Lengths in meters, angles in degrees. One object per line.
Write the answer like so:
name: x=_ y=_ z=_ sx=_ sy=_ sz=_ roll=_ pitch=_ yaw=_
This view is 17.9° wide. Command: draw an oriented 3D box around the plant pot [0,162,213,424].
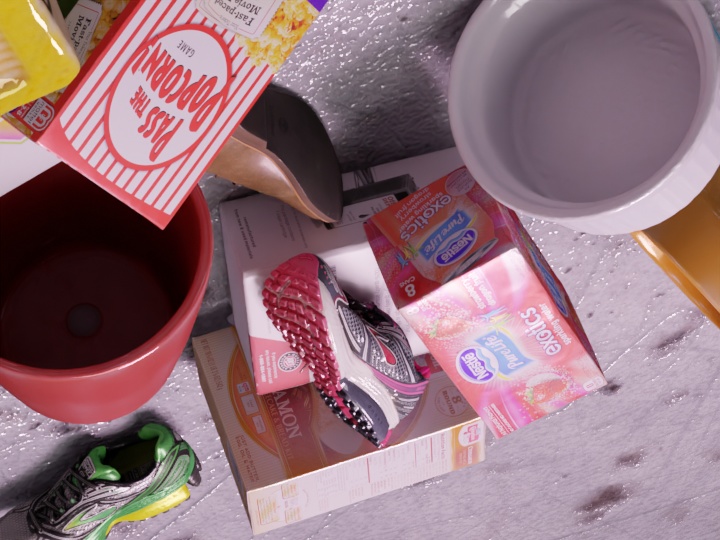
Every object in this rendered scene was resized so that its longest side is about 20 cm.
plant pot: x=-0.199 y=0.013 z=1.607 sx=0.199 sy=0.202 sz=0.178 roll=-19 pitch=160 yaw=-8

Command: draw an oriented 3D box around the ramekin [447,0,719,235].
ramekin: x=0.170 y=-0.122 z=1.633 sx=0.200 sy=0.201 sz=0.098 roll=-32 pitch=156 yaw=14

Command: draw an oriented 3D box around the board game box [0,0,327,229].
board game box: x=-0.120 y=-0.143 z=1.465 sx=0.201 sy=0.046 sz=0.151 roll=-54 pitch=146 yaw=0

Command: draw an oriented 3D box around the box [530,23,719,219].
box: x=0.199 y=-0.122 z=1.791 sx=0.199 sy=0.049 sz=0.082 roll=-30 pitch=149 yaw=9

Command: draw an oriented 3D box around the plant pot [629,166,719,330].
plant pot: x=0.332 y=-0.051 z=1.877 sx=0.183 sy=0.200 sz=0.200 roll=-44 pitch=147 yaw=2

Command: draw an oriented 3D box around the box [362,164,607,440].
box: x=0.094 y=0.025 z=1.706 sx=0.102 sy=0.095 sz=0.200 roll=-27 pitch=139 yaw=8

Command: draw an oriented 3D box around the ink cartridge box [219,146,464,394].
ink cartridge box: x=0.000 y=0.000 z=1.777 sx=0.198 sy=0.083 sz=0.147 roll=-14 pitch=139 yaw=-9

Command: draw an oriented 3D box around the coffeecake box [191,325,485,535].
coffeecake box: x=-0.017 y=0.104 z=1.844 sx=0.199 sy=0.154 sz=0.073 roll=-17 pitch=146 yaw=-9

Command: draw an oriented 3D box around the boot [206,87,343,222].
boot: x=-0.078 y=-0.088 z=1.652 sx=0.075 sy=0.074 sz=0.200 roll=-16 pitch=150 yaw=25

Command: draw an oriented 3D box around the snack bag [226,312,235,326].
snack bag: x=0.014 y=0.021 z=1.908 sx=0.188 sy=0.021 sz=0.199 roll=-39 pitch=143 yaw=22

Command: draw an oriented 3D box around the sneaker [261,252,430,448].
sneaker: x=-0.010 y=0.047 z=1.713 sx=0.075 sy=0.080 sz=0.200 roll=-46 pitch=142 yaw=-14

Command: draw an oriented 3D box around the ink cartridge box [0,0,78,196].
ink cartridge box: x=-0.216 y=-0.137 z=1.454 sx=0.199 sy=0.076 sz=0.148 roll=-28 pitch=149 yaw=9

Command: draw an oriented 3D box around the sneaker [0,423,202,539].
sneaker: x=-0.238 y=0.189 z=1.961 sx=0.199 sy=0.078 sz=0.085 roll=-31 pitch=143 yaw=-5

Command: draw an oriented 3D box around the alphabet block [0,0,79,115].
alphabet block: x=-0.287 y=-0.185 z=1.207 sx=0.195 sy=0.201 sz=0.196 roll=-25 pitch=149 yaw=3
